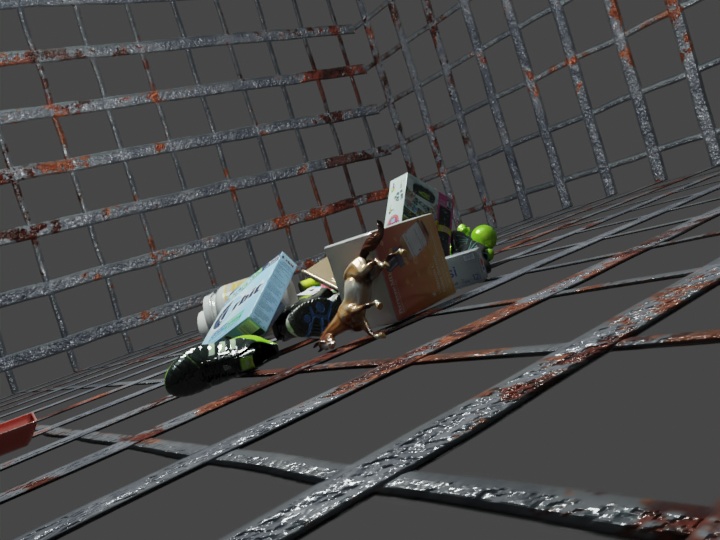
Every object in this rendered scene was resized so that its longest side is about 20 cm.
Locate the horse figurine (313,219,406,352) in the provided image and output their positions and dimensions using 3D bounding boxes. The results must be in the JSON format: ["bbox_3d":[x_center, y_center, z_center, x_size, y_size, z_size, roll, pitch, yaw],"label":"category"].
[{"bbox_3d":[0.004,0.029,1.066,0.050,0.202,0.132,24,-19,-31],"label":"horse figurine"}]

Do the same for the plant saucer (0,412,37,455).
[{"bbox_3d":[-0.619,0.286,1.126,0.198,0.037,0.199,-19,2,-28],"label":"plant saucer"}]

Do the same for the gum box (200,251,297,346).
[{"bbox_3d":[-0.211,0.075,1.307,0.169,0.045,0.201,-36,20,32],"label":"gum box"}]

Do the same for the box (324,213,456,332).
[{"bbox_3d":[0.056,0.001,1.213,0.106,0.154,0.199,-15,4,38],"label":"box"}]

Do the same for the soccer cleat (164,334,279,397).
[{"bbox_3d":[-0.210,0.142,1.085,0.080,0.068,0.199,0,13,38],"label":"soccer cleat"}]

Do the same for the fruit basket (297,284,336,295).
[{"bbox_3d":[-0.033,0.033,1.643,0.197,0.095,0.185,1,5,9],"label":"fruit basket"}]

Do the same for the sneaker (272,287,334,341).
[{"bbox_3d":[-0.113,0.088,1.430,0.113,0.077,0.199,-17,2,19],"label":"sneaker"}]

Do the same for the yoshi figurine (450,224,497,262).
[{"bbox_3d":[0.264,-0.057,1.672,0.111,0.113,0.200,-11,3,-21],"label":"yoshi figurine"}]

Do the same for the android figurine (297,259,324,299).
[{"bbox_3d":[-0.071,0.034,1.827,0.198,0.041,0.183,-22,-38,-25],"label":"android figurine"}]

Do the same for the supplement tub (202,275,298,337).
[{"bbox_3d":[-0.249,0.089,1.635,0.198,0.147,0.145,-17,2,4],"label":"supplement tub"}]

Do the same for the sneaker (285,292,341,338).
[{"bbox_3d":[-0.071,0.091,1.273,0.077,0.076,0.199,-32,-11,31],"label":"sneaker"}]

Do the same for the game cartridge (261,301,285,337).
[{"bbox_3d":[-0.224,0.114,1.389,0.134,0.041,0.200,-58,19,-15],"label":"game cartridge"}]

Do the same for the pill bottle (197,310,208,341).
[{"bbox_3d":[-0.301,0.119,1.775,0.198,0.111,0.110,-17,2,11],"label":"pill bottle"}]

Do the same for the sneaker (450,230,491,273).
[{"bbox_3d":[0.232,-0.030,1.507,0.078,0.076,0.201,-6,26,6],"label":"sneaker"}]

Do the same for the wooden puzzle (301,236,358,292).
[{"bbox_3d":[0.000,0.000,1.527,0.199,0.038,0.184,-30,39,-35],"label":"wooden puzzle"}]

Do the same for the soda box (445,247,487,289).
[{"bbox_3d":[0.141,0.015,1.363,0.198,0.064,0.068,-17,2,19],"label":"soda box"}]

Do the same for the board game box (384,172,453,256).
[{"bbox_3d":[0.121,-0.081,1.482,0.147,0.202,0.064,25,-28,-32],"label":"board game box"}]
